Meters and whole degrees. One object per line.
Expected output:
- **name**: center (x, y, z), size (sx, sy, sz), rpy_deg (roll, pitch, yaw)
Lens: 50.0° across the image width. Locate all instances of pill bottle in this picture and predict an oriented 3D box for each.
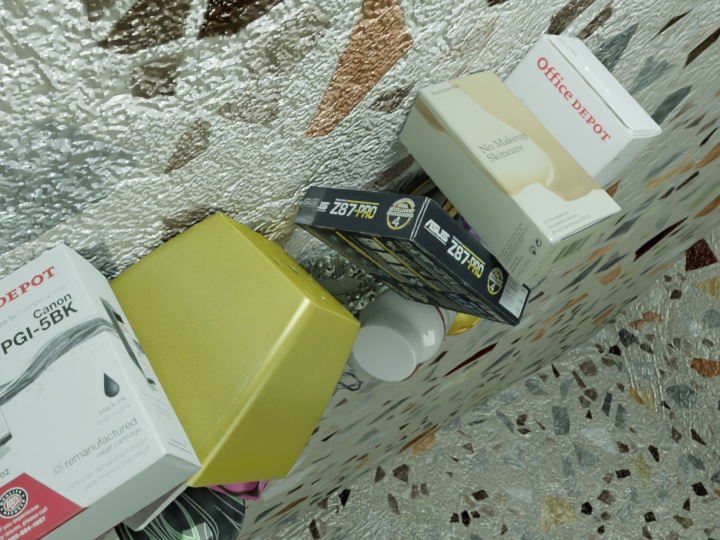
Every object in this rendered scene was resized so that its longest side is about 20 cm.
- **pill bottle**: center (0.066, 0.048, 0.995), size (0.112, 0.112, 0.200), rpy_deg (-52, 180, 41)

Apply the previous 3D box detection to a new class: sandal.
- **sandal**: center (0.097, -0.076, 0.943), size (0.200, 0.055, 0.082), rpy_deg (-9, 149, -51)

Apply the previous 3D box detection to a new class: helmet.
- **helmet**: center (-0.262, 0.334, 1.117), size (0.199, 0.191, 0.200), rpy_deg (-30, 160, -12)

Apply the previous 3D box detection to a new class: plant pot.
- **plant pot**: center (-0.118, 0.066, 0.736), size (0.177, 0.200, 0.200), rpy_deg (-49, 158, 3)

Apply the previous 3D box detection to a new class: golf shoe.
- **golf shoe**: center (0.000, 0.000, 0.938), size (0.199, 0.079, 0.097), rpy_deg (-12, -164, -7)

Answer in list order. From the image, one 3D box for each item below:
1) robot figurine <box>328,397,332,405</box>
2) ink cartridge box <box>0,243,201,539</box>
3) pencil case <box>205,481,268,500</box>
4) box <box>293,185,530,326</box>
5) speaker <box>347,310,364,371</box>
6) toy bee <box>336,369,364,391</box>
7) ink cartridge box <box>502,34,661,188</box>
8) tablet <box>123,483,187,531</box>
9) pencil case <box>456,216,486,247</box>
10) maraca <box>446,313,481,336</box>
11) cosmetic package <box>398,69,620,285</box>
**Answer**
- **robot figurine**: center (-0.117, 0.175, 1.012), size (0.200, 0.113, 0.169), rpy_deg (-45, -152, -22)
- **ink cartridge box**: center (-0.239, 0.103, 0.599), size (0.146, 0.200, 0.083), rpy_deg (-33, 158, -6)
- **pencil case**: center (-0.190, 0.181, 0.852), size (0.091, 0.199, 0.094), rpy_deg (-79, -173, -46)
- **box**: center (0.055, -0.013, 0.773), size (0.200, 0.161, 0.049), rpy_deg (34, 73, -42)
- **speaker**: center (0.003, 0.090, 1.144), size (0.081, 0.081, 0.200), rpy_deg (-31, 161, -8)
- **toy bee**: center (-0.079, 0.105, 0.885), size (0.199, 0.109, 0.131), rpy_deg (-1, 139, 15)
- **ink cartridge box**: center (0.198, -0.130, 0.838), size (0.083, 0.147, 0.200), rpy_deg (-15, 153, -46)
- **tablet**: center (-0.265, 0.244, 0.948), size (0.130, 0.014, 0.200), rpy_deg (-42, -154, -30)
- **pencil case**: center (0.163, -0.048, 1.073), size (0.085, 0.084, 0.200), rpy_deg (4, 140, -43)
- **maraca**: center (0.154, 0.038, 1.202), size (0.137, 0.107, 0.200), rpy_deg (-56, -173, -27)
- **cosmetic package**: center (0.139, -0.095, 0.744), size (0.105, 0.200, 0.071), rpy_deg (-24, 155, -32)
